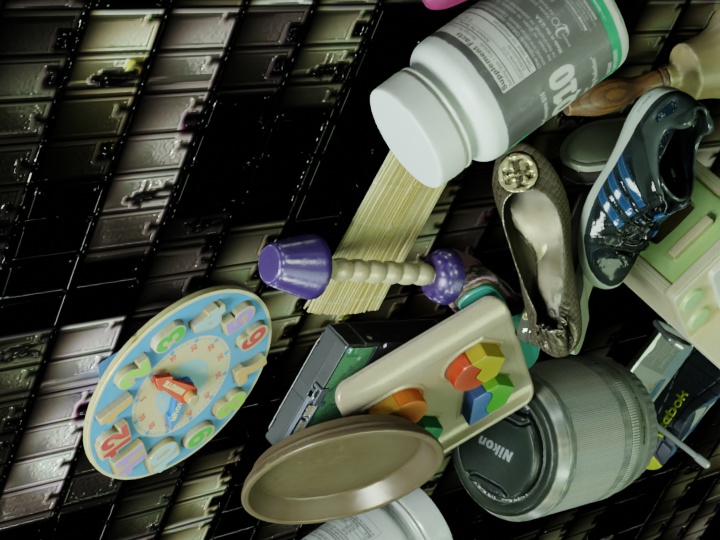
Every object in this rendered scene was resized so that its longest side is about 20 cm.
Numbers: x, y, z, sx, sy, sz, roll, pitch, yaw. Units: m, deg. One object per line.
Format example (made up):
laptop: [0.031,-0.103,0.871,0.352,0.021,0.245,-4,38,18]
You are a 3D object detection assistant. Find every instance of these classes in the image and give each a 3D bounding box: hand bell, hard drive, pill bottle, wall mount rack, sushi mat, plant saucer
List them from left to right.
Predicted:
plant saucer: [-0.019,0.187,1.690,0.198,0.030,0.201,-12,152,-6]
pill bottle: [-0.007,0.312,1.866,0.199,0.113,0.114,-32,147,-21]
hard drive: [0.011,0.112,1.727,0.199,0.038,0.141,-2,128,-50]
sushi mat: [0.025,-0.043,1.587,0.095,0.012,0.201,-1,127,-49]
pill bottle: [0.112,-0.162,1.458,0.199,0.113,0.114,-36,148,-14]
hand bell: [0.279,-0.179,1.690,0.198,0.105,0.105,-17,141,-18]
wall mount rack: [0.382,0.145,2.140,0.173,0.075,0.201,25,108,-34]

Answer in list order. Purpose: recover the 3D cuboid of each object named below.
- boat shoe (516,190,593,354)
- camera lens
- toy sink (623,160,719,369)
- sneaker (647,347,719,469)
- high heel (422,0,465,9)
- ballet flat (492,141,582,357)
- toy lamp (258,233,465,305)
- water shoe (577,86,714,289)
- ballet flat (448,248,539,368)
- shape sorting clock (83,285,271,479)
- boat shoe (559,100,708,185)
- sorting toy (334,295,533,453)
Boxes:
boat shoe: [0.200,-0.005,1.737,0.073,0.060,0.203,77,25,-46]
camera lens: [0.207,0.178,1.918,0.199,0.160,0.161,-6,131,-47]
toy sink: [0.343,-0.018,1.818,0.130,0.200,0.112,-42,149,-2]
sneaker: [0.404,0.155,2.216,0.201,0.074,0.082,-52,166,16]
high heel: [0.143,-0.255,1.402,0.200,0.096,0.068,-41,149,-8]
ballet flat: [0.163,-0.018,1.636,0.067,0.202,0.046,-10,-176,20]
toy lamp: [0.000,0.000,1.547,0.199,0.058,0.059,5,124,-40]
water shoe: [0.260,-0.069,1.640,0.071,0.079,0.202,6,110,-31]
ballet flat: [0.125,0.032,1.737,0.069,0.072,0.200,-30,147,9]
shape sorting clock: [-0.152,0.098,1.516,0.199,0.039,0.201,-31,146,-23]
boat shoe: [0.265,-0.114,1.735,0.200,0.072,0.061,-23,138,-37]
sorting toy: [0.079,0.124,1.721,0.184,0.037,0.200,-30,147,-3]
